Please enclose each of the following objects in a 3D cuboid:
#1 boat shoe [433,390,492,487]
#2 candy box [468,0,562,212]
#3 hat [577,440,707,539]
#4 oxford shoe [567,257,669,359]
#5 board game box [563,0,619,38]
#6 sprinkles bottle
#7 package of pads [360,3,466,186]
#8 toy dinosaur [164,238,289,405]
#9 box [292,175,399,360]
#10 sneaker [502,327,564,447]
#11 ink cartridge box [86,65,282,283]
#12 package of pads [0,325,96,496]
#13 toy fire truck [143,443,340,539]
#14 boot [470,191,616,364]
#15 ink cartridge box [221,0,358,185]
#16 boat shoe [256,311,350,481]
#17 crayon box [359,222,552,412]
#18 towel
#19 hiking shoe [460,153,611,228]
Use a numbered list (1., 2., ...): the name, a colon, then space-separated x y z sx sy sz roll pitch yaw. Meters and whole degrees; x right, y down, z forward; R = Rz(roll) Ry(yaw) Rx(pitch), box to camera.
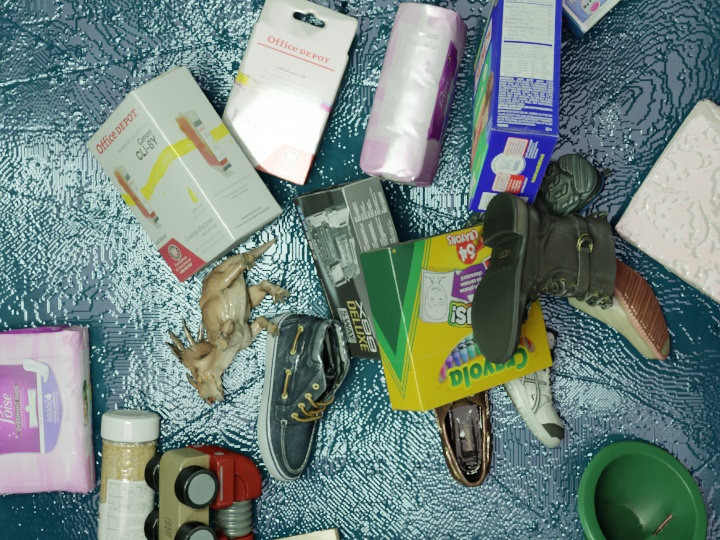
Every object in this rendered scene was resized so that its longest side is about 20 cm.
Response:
1. boat shoe: 0.119 0.155 1.467 0.070 0.070 0.200 -13 92 2
2. candy box: 0.168 -0.188 1.361 0.077 0.169 0.200 7 63 -1
3. hat: 0.298 0.326 1.500 0.166 0.176 0.200 33 55 1
4. oxford shoe: 0.290 0.030 1.470 0.074 0.071 0.200 -30 102 38
5. board game box: 0.262 -0.409 1.440 0.200 0.056 0.196 -42 92 3
6. sprinkles bottle: -0.276 0.268 1.476 0.068 0.068 0.200 3 93 0
7. package of pads: 0.062 -0.196 1.412 0.076 0.121 0.200 14 94 10
8. toy dinosaur: -0.163 0.049 1.464 0.086 0.135 0.200 25 67 -38
9. box: 0.000 0.000 1.408 0.050 0.158 0.200 -20 97 -21
10. sneaker: 0.201 0.109 1.460 0.088 0.076 0.200 -28 94 0
11. ink cartridge box: -0.203 -0.107 1.411 0.083 0.145 0.200 -35 92 -39
12. package of pads: -0.379 0.166 1.468 0.120 0.076 0.200 -3 93 -1
13. toy fire truck: -0.136 0.295 1.465 0.200 0.129 0.176 -3 96 -38
14. boot: 0.210 0.015 1.342 0.174 0.069 0.200 16 76 -34
15. ink cartridge box: -0.085 -0.211 1.449 0.116 0.067 0.200 20 95 -1
16. boat shoe: -0.064 0.150 1.448 0.091 0.071 0.201 2 92 41
17. crayon box: 0.107 0.044 1.344 0.200 0.058 0.173 -14 93 -37
18. towel: 0.429 -0.070 1.470 0.200 0.032 0.191 35 94 -1
19. hiking shoe: 0.201 -0.056 1.451 0.200 0.087 0.074 -33 69 24
